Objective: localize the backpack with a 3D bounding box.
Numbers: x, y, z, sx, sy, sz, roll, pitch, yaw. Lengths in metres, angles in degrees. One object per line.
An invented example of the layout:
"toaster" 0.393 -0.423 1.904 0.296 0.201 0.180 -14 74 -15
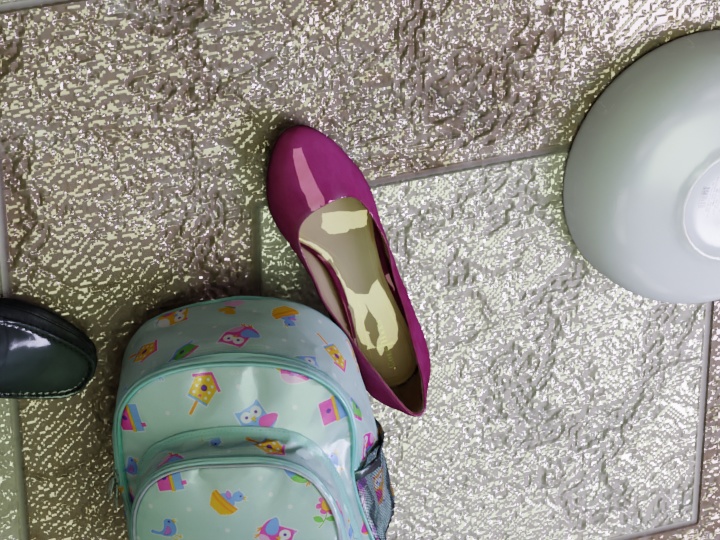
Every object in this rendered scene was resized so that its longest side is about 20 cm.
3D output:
"backpack" -0.074 0.123 1.861 0.176 0.153 0.200 -4 115 9

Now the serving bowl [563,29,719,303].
"serving bowl" 0.239 -0.058 1.952 0.200 0.066 0.200 -10 122 -17

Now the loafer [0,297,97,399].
"loafer" -0.253 0.051 1.797 0.200 0.070 0.068 13 113 -29

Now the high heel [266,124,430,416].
"high heel" 0.000 0.000 1.862 0.067 0.096 0.200 -30 126 -5
